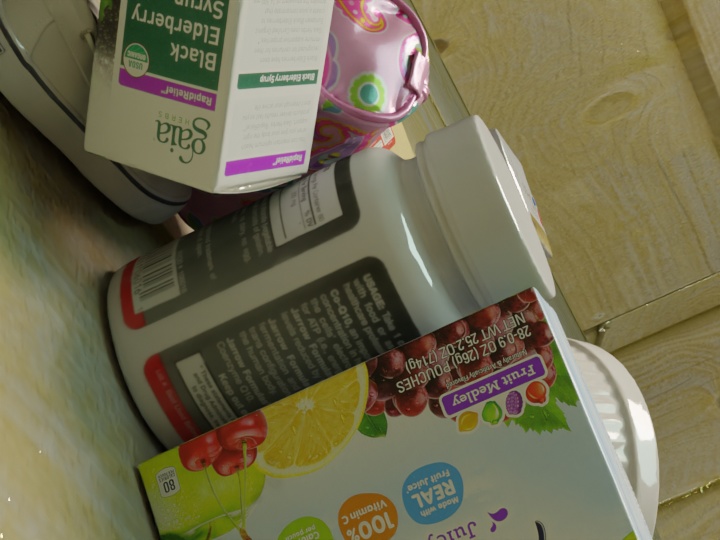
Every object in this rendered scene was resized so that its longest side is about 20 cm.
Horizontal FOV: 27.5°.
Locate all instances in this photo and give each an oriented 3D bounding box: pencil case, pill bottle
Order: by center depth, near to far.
[{"bbox_3d":[-0.013,0.010,0.722,0.114,0.199,0.114,61,12,-23],"label":"pill bottle"},{"bbox_3d":[-0.035,-0.077,0.806,0.200,0.087,0.088,-42,-114,57],"label":"pencil case"}]

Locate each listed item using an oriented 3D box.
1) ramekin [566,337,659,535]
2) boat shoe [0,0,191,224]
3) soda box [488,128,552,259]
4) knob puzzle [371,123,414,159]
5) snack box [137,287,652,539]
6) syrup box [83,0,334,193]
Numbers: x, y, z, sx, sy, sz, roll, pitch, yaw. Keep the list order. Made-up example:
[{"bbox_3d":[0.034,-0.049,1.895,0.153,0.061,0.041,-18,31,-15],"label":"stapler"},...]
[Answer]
[{"bbox_3d":[0.087,0.137,0.944,0.104,0.201,0.201,11,44,-28],"label":"ramekin"},{"bbox_3d":[-0.122,-0.089,0.750,0.072,0.065,0.200,65,8,31],"label":"boat shoe"},{"bbox_3d":[0.002,-0.005,0.820,0.068,0.199,0.064,35,34,-70],"label":"soda box"},{"bbox_3d":[-0.031,-0.139,1.007,0.220,0.030,0.221,47,35,-48],"label":"knob puzzle"},{"bbox_3d":[0.023,0.127,0.645,0.170,0.199,0.068,70,12,19],"label":"snack box"},{"bbox_3d":[-0.062,-0.143,0.672,0.081,0.078,0.202,-15,119,-58],"label":"syrup box"}]
